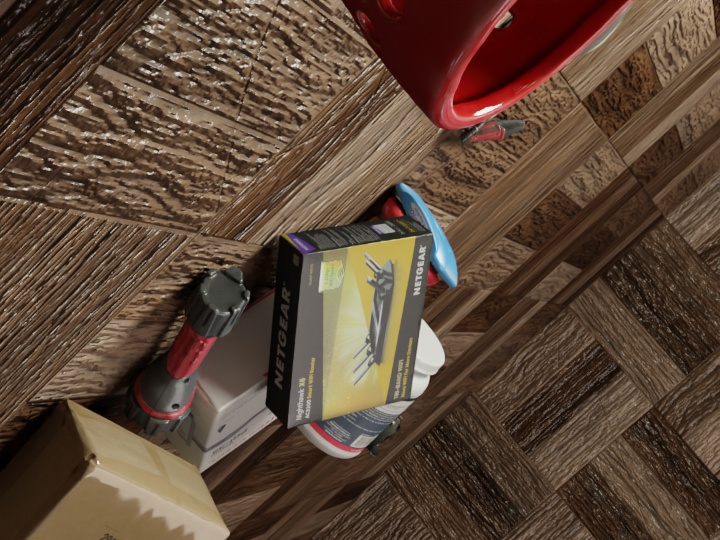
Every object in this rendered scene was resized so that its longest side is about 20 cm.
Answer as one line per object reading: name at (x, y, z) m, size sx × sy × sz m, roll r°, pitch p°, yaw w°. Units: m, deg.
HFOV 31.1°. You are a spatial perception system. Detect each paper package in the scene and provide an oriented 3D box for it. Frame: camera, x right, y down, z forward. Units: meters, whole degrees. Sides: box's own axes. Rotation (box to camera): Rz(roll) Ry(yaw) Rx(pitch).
paper package at (-0.262, 0.253, 1.261) m, size 0.191 × 0.104 × 0.200 m, roll -47°, pitch 133°, yaw 7°

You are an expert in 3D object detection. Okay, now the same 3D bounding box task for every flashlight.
flashlight at (-0.171, 0.083, 1.260) m, size 0.067 × 0.068 × 0.200 m, roll -6°, pitch 147°, yaw -35°

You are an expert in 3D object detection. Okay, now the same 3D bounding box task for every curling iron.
curling iron at (0.154, -0.162, 1.453) m, size 0.050 × 0.026 × 0.200 m, roll -42°, pitch 167°, yaw 19°

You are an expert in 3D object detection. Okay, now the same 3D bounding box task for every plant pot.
plant pot at (0.062, -0.209, 0.723) m, size 0.200 × 0.183 × 0.201 m, roll -38°, pitch 166°, yaw -11°

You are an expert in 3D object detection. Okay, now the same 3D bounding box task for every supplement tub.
supplement tub at (0.006, 0.148, 1.783) m, size 0.200 × 0.141 × 0.140 m, roll -46°, pitch 165°, yaw 20°

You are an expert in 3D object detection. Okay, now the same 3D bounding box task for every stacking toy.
stacking toy at (0.000, 0.000, 1.437) m, size 0.199 × 0.117 × 0.110 m, roll -28°, pitch 162°, yaw 7°

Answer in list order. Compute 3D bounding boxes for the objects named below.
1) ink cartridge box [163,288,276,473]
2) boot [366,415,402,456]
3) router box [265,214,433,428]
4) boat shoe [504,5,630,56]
ink cartridge box at (-0.139, 0.126, 1.441) m, size 0.146 × 0.083 × 0.200 m, roll -34°, pitch 164°, yaw -27°
boot at (0.037, 0.169, 1.938) m, size 0.077 × 0.139 × 0.200 m, roll -22°, pitch 157°, yaw -52°
router box at (-0.013, 0.052, 1.337) m, size 0.156 × 0.052 × 0.202 m, roll -10°, pitch 120°, yaw -30°
boat shoe at (0.188, -0.231, 1.245) m, size 0.199 × 0.067 × 0.057 m, roll -37°, pitch 171°, yaw 0°
